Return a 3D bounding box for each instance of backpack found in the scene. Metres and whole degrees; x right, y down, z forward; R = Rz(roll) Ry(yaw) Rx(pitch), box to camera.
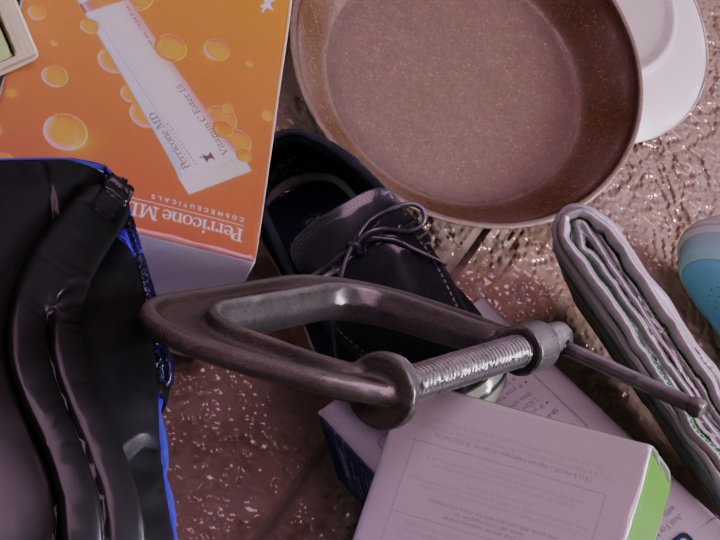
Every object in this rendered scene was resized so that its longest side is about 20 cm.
[{"bbox_3d":[-0.153,0.077,0.690,0.162,0.168,0.201,-6,67,-22],"label":"backpack"}]

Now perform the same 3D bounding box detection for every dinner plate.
[{"bbox_3d":[0.124,-0.164,1.069,0.199,0.024,0.201,13,57,-21],"label":"dinner plate"}]

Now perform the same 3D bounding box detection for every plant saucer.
[{"bbox_3d":[0.054,-0.108,0.976,0.199,0.037,0.201,7,67,-15],"label":"plant saucer"}]

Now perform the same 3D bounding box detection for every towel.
[{"bbox_3d":[0.143,0.046,0.851,0.031,0.200,0.150,-33,77,3],"label":"towel"}]

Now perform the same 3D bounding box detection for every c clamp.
[{"bbox_3d":[0.020,0.028,0.693,0.170,0.027,0.200,22,15,31],"label":"c clamp"}]

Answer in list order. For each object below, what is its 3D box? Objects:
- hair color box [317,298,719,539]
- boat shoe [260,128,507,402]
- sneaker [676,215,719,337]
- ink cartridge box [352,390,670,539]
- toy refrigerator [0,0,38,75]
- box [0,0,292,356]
[{"bbox_3d":[0.080,0.112,0.793,0.100,0.061,0.200,-34,53,-16],"label":"hair color box"},{"bbox_3d":[0.000,0.000,0.829,0.074,0.062,0.200,-27,43,-9],"label":"boat shoe"},{"bbox_3d":[0.228,0.068,0.948,0.200,0.080,0.131,42,51,2],"label":"sneaker"},{"bbox_3d":[0.040,0.153,0.695,0.103,0.059,0.201,14,75,21],"label":"ink cartridge box"},{"bbox_3d":[-0.242,-0.089,0.746,0.199,0.076,0.070,-26,57,-9],"label":"toy refrigerator"},{"bbox_3d":[-0.107,-0.077,0.845,0.124,0.098,0.201,13,57,-12],"label":"box"}]
